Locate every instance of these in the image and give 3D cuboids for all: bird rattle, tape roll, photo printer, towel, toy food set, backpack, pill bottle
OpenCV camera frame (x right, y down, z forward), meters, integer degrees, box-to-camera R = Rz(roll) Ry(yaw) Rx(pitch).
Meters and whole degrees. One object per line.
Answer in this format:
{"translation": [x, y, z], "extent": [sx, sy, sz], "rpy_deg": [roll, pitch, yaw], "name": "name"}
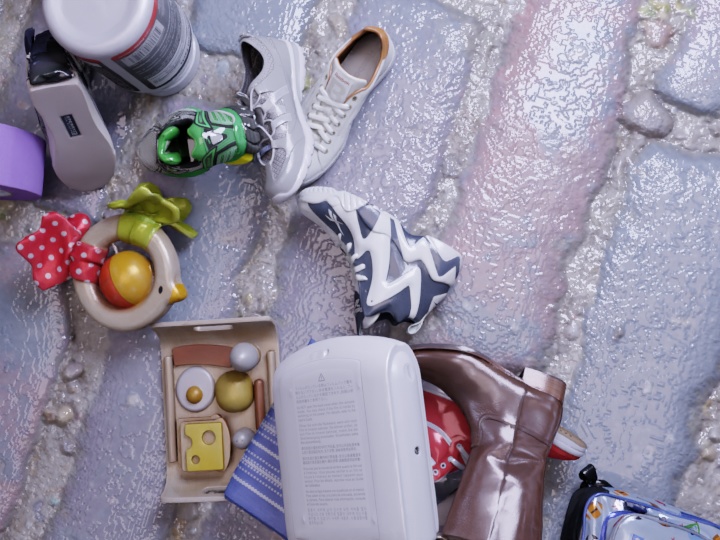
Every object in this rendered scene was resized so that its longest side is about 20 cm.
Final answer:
{"translation": [-0.277, -0.011, 0.980], "extent": [0.198, 0.113, 0.165], "rpy_deg": [-25, 83, 5], "name": "bird rattle"}
{"translation": [-0.452, -0.124, 0.962], "extent": [0.197, 0.200, 0.067], "rpy_deg": [4, 88, 6], "name": "tape roll"}
{"translation": [-0.010, 0.167, 0.867], "extent": [0.165, 0.069, 0.203], "rpy_deg": [-13, 80, 37], "name": "photo printer"}
{"translation": [-0.043, 0.197, 0.944], "extent": [0.144, 0.024, 0.201], "rpy_deg": [30, 90, 10], "name": "towel"}
{"translation": [-0.162, 0.156, 0.984], "extent": [0.141, 0.060, 0.203], "rpy_deg": [-4, 86, 6], "name": "toy food set"}
{"translation": [0.301, 0.321, 0.886], "extent": [0.188, 0.154, 0.203], "rpy_deg": [14, 85, -4], "name": "backpack"}
{"translation": [-0.248, -0.260, 0.948], "extent": [0.114, 0.200, 0.118], "rpy_deg": [0, 87, 6], "name": "pill bottle"}

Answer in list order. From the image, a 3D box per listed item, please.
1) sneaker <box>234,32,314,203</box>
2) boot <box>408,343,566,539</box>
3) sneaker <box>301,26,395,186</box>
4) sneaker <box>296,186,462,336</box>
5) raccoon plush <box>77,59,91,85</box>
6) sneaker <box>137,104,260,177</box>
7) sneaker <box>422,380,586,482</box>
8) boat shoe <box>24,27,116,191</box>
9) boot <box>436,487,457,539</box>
{"translation": [-0.105, -0.167, 0.959], "extent": [0.074, 0.081, 0.202], "rpy_deg": [-30, 58, 43], "name": "sneaker"}
{"translation": [0.102, 0.183, 0.866], "extent": [0.184, 0.064, 0.202], "rpy_deg": [12, 66, 13], "name": "boot"}
{"translation": [-0.035, -0.189, 0.979], "extent": [0.072, 0.085, 0.201], "rpy_deg": [32, 94, 6], "name": "sneaker"}
{"translation": [0.000, 0.000, 0.965], "extent": [0.197, 0.079, 0.131], "rpy_deg": [28, 81, -3], "name": "sneaker"}
{"translation": [-0.316, -0.317, 0.991], "extent": [0.095, 0.134, 0.203], "rpy_deg": [1, 87, 5], "name": "raccoon plush"}
{"translation": [-0.197, -0.143, 0.957], "extent": [0.085, 0.199, 0.079], "rpy_deg": [-13, 96, -39], "name": "sneaker"}
{"translation": [0.134, 0.193, 0.944], "extent": [0.198, 0.071, 0.114], "rpy_deg": [20, 85, 15], "name": "sneaker"}
{"translation": [-0.322, -0.181, 0.974], "extent": [0.074, 0.201, 0.094], "rpy_deg": [-12, 61, -12], "name": "boat shoe"}
{"translation": [0.092, 0.275, 0.905], "extent": [0.198, 0.146, 0.071], "rpy_deg": [-27, 79, 3], "name": "boot"}
